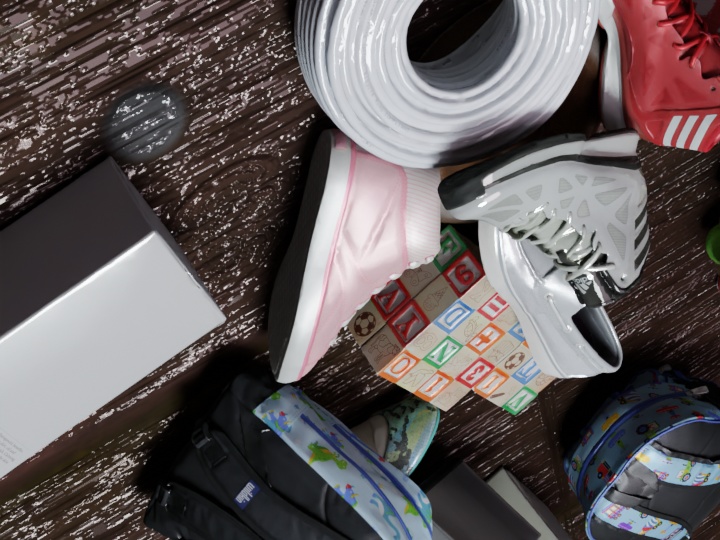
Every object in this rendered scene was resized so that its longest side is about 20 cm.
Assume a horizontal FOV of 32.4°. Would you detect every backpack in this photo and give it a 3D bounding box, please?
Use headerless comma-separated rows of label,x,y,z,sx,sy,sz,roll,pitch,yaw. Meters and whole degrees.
backpack,-0.038,0.190,0.949,0.164,0.200,0.153,-58,159,21
backpack,0.285,0.186,1.235,0.199,0.135,0.183,13,119,-44

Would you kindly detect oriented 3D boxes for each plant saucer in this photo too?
plant saucer,0.111,-0.108,0.906,0.199,0.037,0.201,-21,137,-21

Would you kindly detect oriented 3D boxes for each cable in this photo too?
cable,0.057,-0.159,0.762,0.199,0.069,0.201,4,122,-28

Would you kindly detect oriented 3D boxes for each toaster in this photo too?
toaster,0.053,0.276,1.103,0.181,0.119,0.200,-53,167,16

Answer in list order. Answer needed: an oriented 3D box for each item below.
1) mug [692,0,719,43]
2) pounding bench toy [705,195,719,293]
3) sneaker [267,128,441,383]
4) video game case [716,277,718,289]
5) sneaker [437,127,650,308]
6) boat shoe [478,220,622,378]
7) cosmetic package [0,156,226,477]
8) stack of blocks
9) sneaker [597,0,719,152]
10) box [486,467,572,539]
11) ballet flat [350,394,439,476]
mug,0.321,-0.168,0.873,0.133,0.200,0.179,-19,134,-30
pounding bench toy,0.393,-0.048,1.118,0.155,0.201,0.125,4,129,0
sneaker,0.000,0.000,0.877,0.104,0.076,0.201,7,121,-19
video game case,0.477,0.042,1.197,0.181,0.200,0.022,-3,113,-35
sneaker,0.139,-0.028,0.831,0.200,0.116,0.075,-13,177,-44
boat shoe,0.146,0.012,0.929,0.072,0.068,0.201,-60,137,-39
cosmetic package,-0.199,0.037,0.769,0.199,0.085,0.108,-35,141,-5
stack of blocks,0.091,0.055,1.017,0.115,0.059,0.200,-43,143,11
sneaker,0.222,-0.171,0.844,0.078,0.115,0.201,-43,137,-29
box,0.122,0.320,1.258,0.200,0.109,0.128,-41,140,4
ballet flat,-0.010,0.180,1.065,0.074,0.074,0.201,18,111,-45
